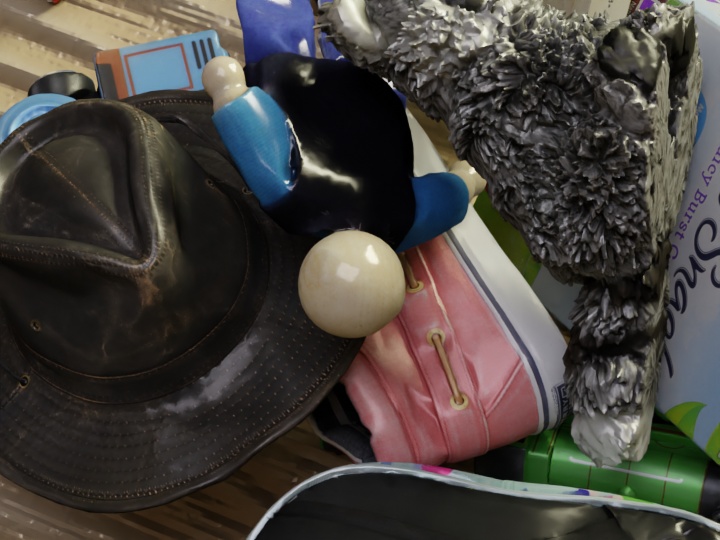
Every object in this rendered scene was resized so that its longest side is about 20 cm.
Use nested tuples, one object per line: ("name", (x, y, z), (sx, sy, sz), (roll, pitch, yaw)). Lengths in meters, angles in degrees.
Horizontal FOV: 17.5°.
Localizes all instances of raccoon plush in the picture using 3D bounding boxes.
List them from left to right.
("raccoon plush", (0.048, -0.032, 0.874), (0.134, 0.097, 0.200), (8, 90, 18))

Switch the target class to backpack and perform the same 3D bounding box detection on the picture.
("backpack", (0.042, 0.166, 0.866), (0.200, 0.151, 0.178), (11, 68, 10))

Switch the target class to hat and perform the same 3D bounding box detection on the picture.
("hat", (-0.094, -0.012, 0.904), (0.201, 0.081, 0.201), (-7, 54, 10))

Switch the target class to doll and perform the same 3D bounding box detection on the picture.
("doll", (-0.008, -0.057, 0.907), (0.048, 0.136, 0.200), (-43, 38, 33))

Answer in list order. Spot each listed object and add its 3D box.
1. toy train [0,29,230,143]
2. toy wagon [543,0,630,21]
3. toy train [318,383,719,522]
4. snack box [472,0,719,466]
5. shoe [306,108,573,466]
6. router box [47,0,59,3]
("toy train", (-0.089, -0.006, 1.011), (0.114, 0.087, 0.200), (-13, 62, -3))
("toy wagon", (0.041, -0.150, 0.988), (0.200, 0.040, 0.155), (26, 104, 49))
("toy train", (0.077, 0.067, 0.964), (0.200, 0.042, 0.056), (10, 42, 14))
("snack box", (0.137, -0.025, 0.927), (0.200, 0.053, 0.142), (44, 119, 43))
("shoe", (0.000, 0.000, 0.957), (0.091, 0.071, 0.200), (-23, 55, -17))
("router box", (-0.131, -0.255, 1.159), (0.179, 0.049, 0.200), (-33, 64, -8))
